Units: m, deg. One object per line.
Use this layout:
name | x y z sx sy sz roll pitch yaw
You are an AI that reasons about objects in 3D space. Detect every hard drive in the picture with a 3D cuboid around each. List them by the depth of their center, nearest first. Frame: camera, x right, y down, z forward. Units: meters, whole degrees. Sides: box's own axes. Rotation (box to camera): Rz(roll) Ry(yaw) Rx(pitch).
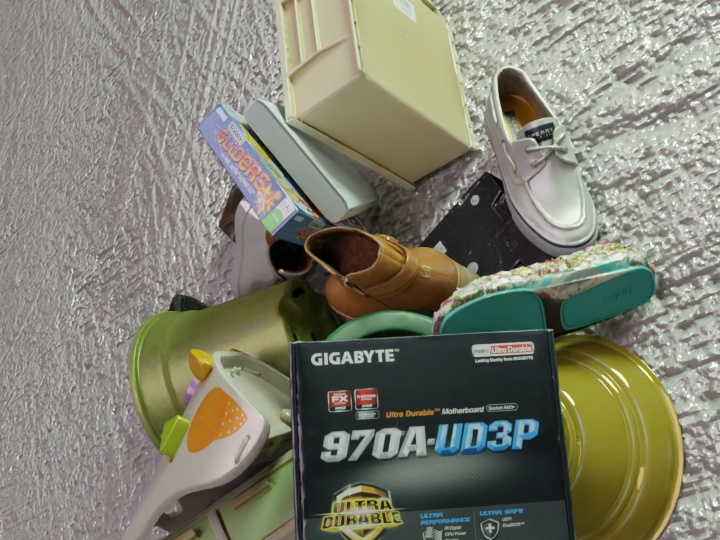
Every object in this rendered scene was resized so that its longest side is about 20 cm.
hard drive | 0.099 0.024 0.794 0.200 0.038 0.140 -49 49 21
hard drive | -0.043 -0.112 0.836 0.027 0.200 0.132 -40 90 12

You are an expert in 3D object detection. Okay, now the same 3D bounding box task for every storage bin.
storage bin | 0.015 -0.218 0.838 0.093 0.199 0.202 -25 60 33

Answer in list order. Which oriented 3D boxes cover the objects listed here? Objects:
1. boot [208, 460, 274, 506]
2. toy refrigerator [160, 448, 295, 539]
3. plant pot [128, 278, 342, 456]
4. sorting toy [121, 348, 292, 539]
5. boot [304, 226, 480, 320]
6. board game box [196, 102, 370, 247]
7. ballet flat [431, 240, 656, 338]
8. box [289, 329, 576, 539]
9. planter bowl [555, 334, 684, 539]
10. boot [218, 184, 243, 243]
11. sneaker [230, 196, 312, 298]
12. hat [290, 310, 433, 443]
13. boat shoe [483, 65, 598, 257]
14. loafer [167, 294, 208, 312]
boot | -0.111 0.268 0.775 0.199 0.070 0.173 -41 36 -15
toy refrigerator | -0.086 0.226 0.687 0.199 0.070 0.076 -33 39 -9
plant pot | -0.116 0.103 0.889 0.182 0.200 0.203 -26 59 23
sorting toy | -0.138 0.170 0.720 0.106 0.200 0.181 36 91 12
boot | 0.000 0.000 0.762 0.198 0.154 0.075 -6 73 43
board game box | -0.065 -0.079 0.807 0.034 0.200 0.136 -40 71 13
ballet flat | 0.147 0.023 0.673 0.064 0.197 0.077 -119 20 -62
box | 0.049 0.129 0.593 0.046 0.196 0.162 109 159 -77
planter bowl | 0.153 0.146 0.670 0.199 0.083 0.204 -17 65 40
boot | -0.100 -0.054 1.001 0.199 0.064 0.189 -29 59 39
sneaker | -0.098 0.003 0.921 0.084 0.201 0.073 36 59 21
hat | 0.023 0.139 0.722 0.164 0.177 0.201 33 65 7
boat shoe | 0.162 -0.105 0.738 0.070 0.070 0.202 -13 57 -1
loafer | -0.214 0.119 1.043 0.071 0.073 0.202 -42 52 24
